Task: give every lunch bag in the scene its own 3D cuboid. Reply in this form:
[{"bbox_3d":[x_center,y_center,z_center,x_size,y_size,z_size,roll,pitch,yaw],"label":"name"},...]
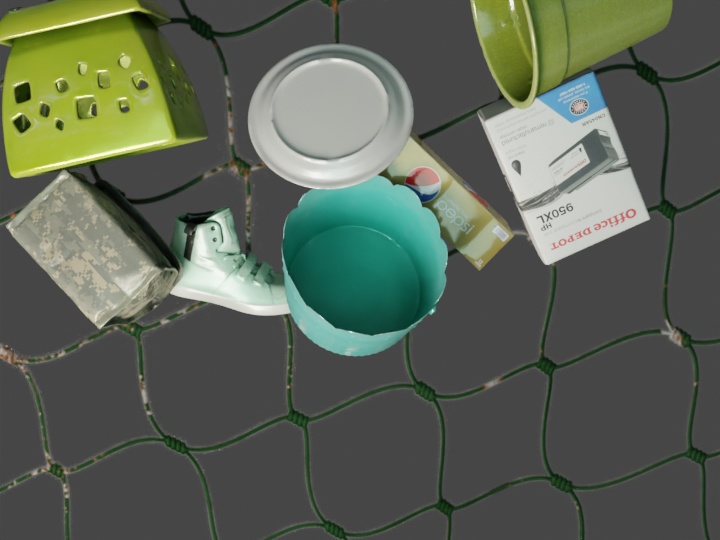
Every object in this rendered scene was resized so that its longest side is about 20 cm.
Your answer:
[{"bbox_3d":[-0.305,-0.024,1.323,0.118,0.200,0.164,-43,89,-1],"label":"lunch bag"}]

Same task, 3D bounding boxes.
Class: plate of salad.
[{"bbox_3d":[-0.035,-0.182,1.324,0.198,0.048,0.202,-2,67,4],"label":"plate of salad"}]

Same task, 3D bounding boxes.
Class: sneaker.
[{"bbox_3d":[-0.148,-0.015,1.396,0.199,0.074,0.119,9,113,0],"label":"sneaker"}]

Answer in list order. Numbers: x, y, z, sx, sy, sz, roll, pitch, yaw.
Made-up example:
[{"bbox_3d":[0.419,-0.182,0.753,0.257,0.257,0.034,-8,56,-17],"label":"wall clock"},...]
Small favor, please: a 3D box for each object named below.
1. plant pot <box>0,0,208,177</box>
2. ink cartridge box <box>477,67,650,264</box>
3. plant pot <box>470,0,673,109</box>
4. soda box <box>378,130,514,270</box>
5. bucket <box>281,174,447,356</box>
[{"bbox_3d":[-0.302,-0.218,1.275,0.197,0.200,0.183,-11,98,4],"label":"plant pot"},{"bbox_3d":[0.250,-0.130,1.359,0.144,0.084,0.201,-24,106,8],"label":"ink cartridge box"},{"bbox_3d":[0.247,-0.307,1.265,0.189,0.200,0.202,-17,107,-7],"label":"plant pot"},{"bbox_3d":[0.098,-0.096,1.378,0.200,0.068,0.064,43,103,-12],"label":"soda box"},{"bbox_3d":[0.000,0.000,1.333,0.205,0.135,0.209,2,71,-7],"label":"bucket"}]
